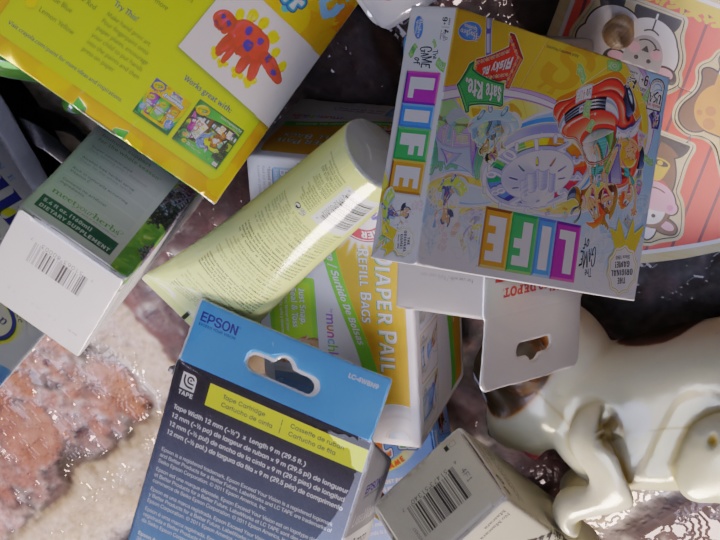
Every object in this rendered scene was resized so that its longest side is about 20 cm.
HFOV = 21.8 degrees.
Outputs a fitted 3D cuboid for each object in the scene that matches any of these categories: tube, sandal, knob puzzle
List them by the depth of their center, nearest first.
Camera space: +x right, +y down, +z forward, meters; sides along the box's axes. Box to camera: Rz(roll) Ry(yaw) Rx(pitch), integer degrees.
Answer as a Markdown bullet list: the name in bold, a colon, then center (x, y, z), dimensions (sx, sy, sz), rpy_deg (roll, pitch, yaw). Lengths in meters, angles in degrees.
- **tube**: center (-0.053, -0.020, 1.149), dimensions (0.200, 0.052, 0.058), rpy_deg (-40, 60, 36)
- **knob puzzle**: center (0.187, -0.083, 1.152), dimensions (0.218, 0.031, 0.221), rpy_deg (10, 123, 16)
- **sandal**: center (-0.212, -0.085, 1.285), dimensions (0.043, 0.076, 0.201), rpy_deg (-32, 107, 10)

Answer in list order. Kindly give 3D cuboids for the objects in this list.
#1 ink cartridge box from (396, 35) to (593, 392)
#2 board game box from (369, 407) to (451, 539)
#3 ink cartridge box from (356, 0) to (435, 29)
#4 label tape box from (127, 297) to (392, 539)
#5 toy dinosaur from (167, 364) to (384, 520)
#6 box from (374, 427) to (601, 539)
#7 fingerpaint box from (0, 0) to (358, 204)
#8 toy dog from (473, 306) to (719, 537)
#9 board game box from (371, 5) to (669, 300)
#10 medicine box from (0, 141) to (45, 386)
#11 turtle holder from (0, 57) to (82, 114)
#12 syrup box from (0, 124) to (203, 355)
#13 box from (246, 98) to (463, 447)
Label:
- **ink cartridge box**: center (0.080, -0.038, 1.112), dimensions (0.067, 0.115, 0.202), rpy_deg (8, 100, 37)
- **board game box**: center (0.004, 0.192, 1.325), dimensions (0.150, 0.037, 0.202), rpy_deg (-14, 81, 28)
- **ink cartridge box**: center (0.057, -0.254, 1.066), dimensions (0.199, 0.084, 0.146), rpy_deg (-28, 106, 32)
- **label tape box**: center (-0.060, 0.133, 1.197), dimensions (0.142, 0.066, 0.202), rpy_deg (21, 102, 18)
- **toy dinosaur**: center (-0.055, 0.133, 1.315), dimensions (0.199, 0.182, 0.106), rpy_deg (13, 118, -24)
- **box**: center (0.099, 0.185, 1.227), dimensions (0.082, 0.069, 0.200), rpy_deg (-43, 138, 8)
- **fingerpaint box**: center (-0.120, -0.165, 1.101), dimensions (0.200, 0.073, 0.167), rpy_deg (34, 93, -38)
- **toy dog**: center (0.168, 0.082, 1.197), dimensions (0.198, 0.140, 0.195), rpy_deg (14, 111, 13)
- **board game box**: center (0.094, -0.060, 1.040), dimensions (0.034, 0.199, 0.136), rpy_deg (10, 91, 43)
- **medicine box**: center (-0.298, -0.008, 1.283), dimensions (0.103, 0.200, 0.182), rpy_deg (-33, 104, 36)
- **turtle holder**: center (-0.182, -0.183, 1.169), dimensions (0.184, 0.141, 0.133), rpy_deg (20, 124, 10)
- **syrup box**: center (-0.156, -0.044, 1.205), dimensions (0.078, 0.200, 0.082), rpy_deg (35, 129, -2)
- **box**: center (0.000, 0.000, 1.223), dimensions (0.112, 0.101, 0.202), rpy_deg (5, 116, 19)
